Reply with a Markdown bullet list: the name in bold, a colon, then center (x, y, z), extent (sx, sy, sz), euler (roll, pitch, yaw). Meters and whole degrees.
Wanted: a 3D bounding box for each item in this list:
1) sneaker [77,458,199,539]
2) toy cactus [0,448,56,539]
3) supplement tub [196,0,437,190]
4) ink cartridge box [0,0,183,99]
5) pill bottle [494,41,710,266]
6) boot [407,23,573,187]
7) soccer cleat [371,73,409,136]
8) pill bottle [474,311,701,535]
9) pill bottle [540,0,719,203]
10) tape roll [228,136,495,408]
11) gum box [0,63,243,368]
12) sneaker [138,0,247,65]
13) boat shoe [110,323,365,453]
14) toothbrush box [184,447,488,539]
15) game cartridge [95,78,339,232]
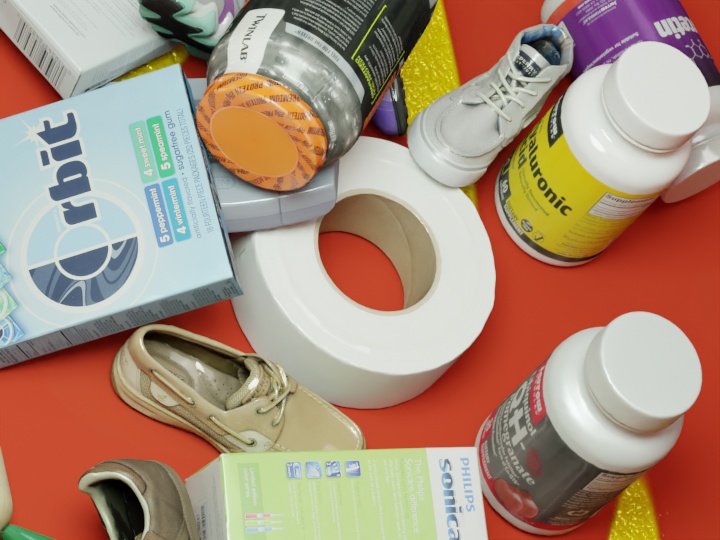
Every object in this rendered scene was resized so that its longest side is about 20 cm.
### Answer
- **sneaker**: center (-0.130, 0.212, 1.402), extent (0.075, 0.070, 0.201), euler (12, 39, -50)
- **toy cactus**: center (-0.254, 0.185, 1.413), extent (0.198, 0.103, 0.166), euler (1, 54, -14)
- **supplement tub**: center (-0.032, -0.161, 1.543), extent (0.122, 0.123, 0.201), euler (34, 54, -4)
- **ink cartridge box**: center (-0.216, -0.243, 1.661), extent (0.200, 0.041, 0.199), euler (47, 48, 11)
- **pill bottle**: center (0.193, -0.094, 1.686), extent (0.110, 0.200, 0.112), euler (11, 59, -19)
- **boot**: center (0.107, -0.141, 1.696), extent (0.073, 0.096, 0.200), euler (40, 32, 1)
- **soccer cleat**: center (-0.020, -0.192, 1.734), extent (0.073, 0.068, 0.201), euler (-21, 77, -7)
- **pill bottle**: center (0.169, 0.110, 1.568), extent (0.110, 0.200, 0.112), euler (10, 59, -18)
- **pill bottle**: center (0.241, -0.163, 1.798), extent (0.112, 0.113, 0.201), euler (-19, 73, -31)
- **tape roll**: center (0.000, 0.000, 1.629), extent (0.201, 0.071, 0.204), euler (10, 61, -19)
- **gum box**: center (-0.199, -0.037, 1.518), extent (0.198, 0.045, 0.171), euler (-17, 69, 2)
- **sneaker**: center (-0.091, -0.225, 1.623), extent (0.077, 0.200, 0.141), euler (22, 83, 22)
- **boat shoe**: center (-0.082, 0.097, 1.543), extent (0.198, 0.065, 0.072), euler (22, 57, -14)
- **toothbrush box**: center (-0.013, 0.205, 1.496), extent (0.198, 0.086, 0.147), euler (0, 73, -23)
- **game cartridge**: center (-0.114, -0.087, 1.589), extent (0.198, 0.041, 0.134), euler (0, 46, 4)
